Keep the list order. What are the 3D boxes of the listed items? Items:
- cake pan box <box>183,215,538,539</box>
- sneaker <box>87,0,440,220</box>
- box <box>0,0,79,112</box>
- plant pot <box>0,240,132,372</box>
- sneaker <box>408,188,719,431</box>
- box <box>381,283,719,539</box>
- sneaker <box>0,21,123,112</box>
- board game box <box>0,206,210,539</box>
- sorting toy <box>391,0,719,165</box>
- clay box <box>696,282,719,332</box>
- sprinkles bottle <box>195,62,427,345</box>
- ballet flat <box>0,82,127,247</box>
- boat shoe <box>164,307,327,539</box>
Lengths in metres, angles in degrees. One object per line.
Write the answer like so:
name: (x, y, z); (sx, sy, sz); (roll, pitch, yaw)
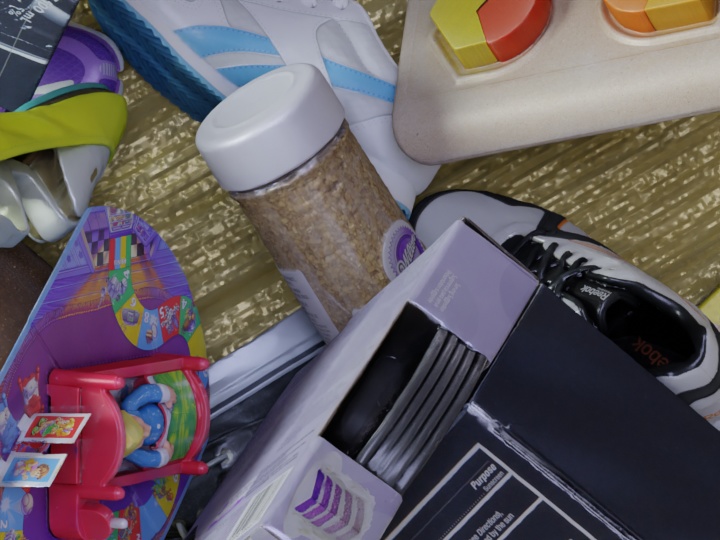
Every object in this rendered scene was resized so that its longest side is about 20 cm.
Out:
cake pan box: (-0.017, 0.086, 1.301); (0.052, 0.200, 0.184); (36, 55, -6)
sneaker: (-0.044, -0.105, 1.462); (0.200, 0.077, 0.081); (33, 77, -7)
box: (-0.196, -0.190, 1.338); (0.182, 0.200, 0.104); (21, 57, -10)
plant pot: (-0.233, 0.020, 1.391); (0.187, 0.187, 0.200); (-37, 74, -7)
sneaker: (0.102, 0.010, 1.425); (0.200, 0.080, 0.074); (30, 77, 28)
box: (0.086, 0.150, 1.358); (0.198, 0.123, 0.200); (39, 124, -4)
sneaker: (-0.214, -0.094, 1.441); (0.199, 0.083, 0.081); (4, 83, -4)
board game box: (-0.101, 0.075, 1.313); (0.039, 0.158, 0.200); (4, 50, 28)
sorting toy: (0.104, -0.155, 1.418); (0.185, 0.036, 0.200); (-10, 57, 25)
clay box: (0.176, 0.085, 1.461); (0.200, 0.048, 0.115); (-43, 87, -6)
sprinkles bottle: (0.000, 0.000, 1.413); (0.068, 0.068, 0.200); (-35, 112, -7)
ballet flat: (-0.160, -0.042, 1.352); (0.067, 0.200, 0.067); (-38, 77, 25)
boat shoe: (-0.083, 0.098, 1.431); (0.200, 0.072, 0.071); (-36, 82, -9)
